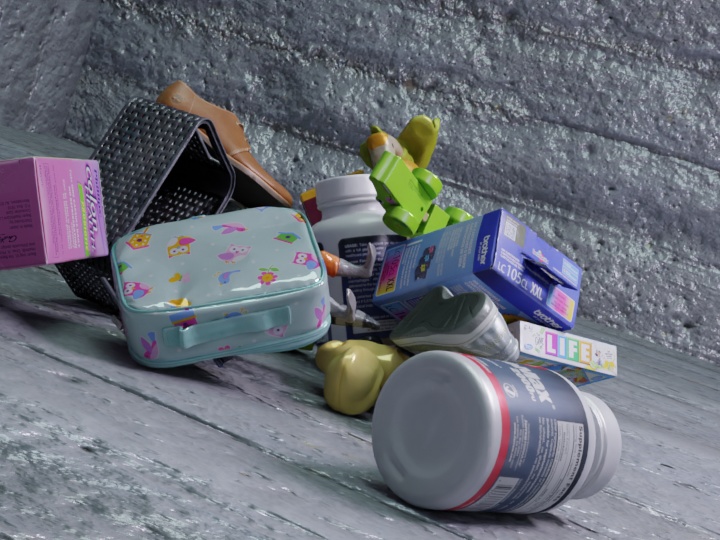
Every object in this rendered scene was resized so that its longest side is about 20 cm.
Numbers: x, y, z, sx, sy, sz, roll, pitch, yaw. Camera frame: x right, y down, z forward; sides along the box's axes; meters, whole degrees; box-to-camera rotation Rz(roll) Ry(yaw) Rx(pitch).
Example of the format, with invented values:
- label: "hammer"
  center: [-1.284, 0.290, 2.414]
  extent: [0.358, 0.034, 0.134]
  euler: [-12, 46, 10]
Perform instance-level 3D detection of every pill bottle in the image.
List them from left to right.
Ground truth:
- label: "pill bottle"
  center: [0.000, 0.000, 1.692]
  extent: [0.110, 0.201, 0.111]
  euler: [-5, -4, 0]
- label: "pill bottle"
  center: [0.114, 0.131, 1.221]
  extent: [0.119, 0.120, 0.200]
  euler: [21, 6, 42]

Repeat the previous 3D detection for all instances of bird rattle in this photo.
- label: "bird rattle"
  center: [0.049, -0.089, 1.865]
  extent: [0.112, 0.201, 0.163]
  euler: [-13, -12, 17]

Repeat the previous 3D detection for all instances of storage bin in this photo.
- label: "storage bin"
  center: [-0.228, -0.064, 1.620]
  extent: [0.093, 0.201, 0.135]
  euler: [18, -26, 22]

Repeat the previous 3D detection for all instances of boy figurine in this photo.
- label: "boy figurine"
  center: [0.013, 0.101, 1.527]
  extent: [0.124, 0.065, 0.200]
  euler: [13, 5, 9]

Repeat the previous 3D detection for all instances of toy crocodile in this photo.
- label: "toy crocodile"
  center: [0.065, -0.054, 1.651]
  extent: [0.062, 0.068, 0.200]
  euler: [11, -24, 42]

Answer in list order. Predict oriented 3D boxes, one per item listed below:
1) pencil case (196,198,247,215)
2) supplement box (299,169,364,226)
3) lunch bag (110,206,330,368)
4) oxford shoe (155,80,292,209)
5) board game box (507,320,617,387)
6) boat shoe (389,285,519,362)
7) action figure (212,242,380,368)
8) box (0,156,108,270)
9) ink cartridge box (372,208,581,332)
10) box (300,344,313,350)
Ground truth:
- label: "pencil case"
  center: [-0.112, -0.011, 1.801]
  extent: [0.089, 0.078, 0.200]
  euler: [30, -4, 38]
- label: "supplement box"
  center: [0.005, -0.009, 1.871]
  extent: [0.085, 0.201, 0.110]
  euler: [-22, -6, 3]
- label: "lunch bag"
  center: [-0.131, 0.019, 1.424]
  extent: [0.199, 0.077, 0.161]
  euler: [-10, 36, -9]
- label: "oxford shoe"
  center: [-0.143, -0.135, 1.719]
  extent: [0.200, 0.071, 0.071]
  euler: [42, -30, -17]
- label: "board game box"
  center: [0.154, 0.104, 1.637]
  extent: [0.134, 0.034, 0.200]
  euler: [15, -23, -33]
- label: "boat shoe"
  center: [0.087, 0.060, 1.479]
  extent: [0.065, 0.074, 0.202]
  euler: [47, -17, -12]
- label: "action figure"
  center: [-0.087, 0.046, 1.534]
  extent: [0.193, 0.105, 0.200]
  euler: [-10, 37, 18]
- label: "box"
  center: [-0.347, -0.047, 1.427]
  extent: [0.175, 0.097, 0.200]
  euler: [-6, 3, 6]
- label: "ink cartridge box"
  center: [0.131, 0.013, 1.583]
  extent: [0.200, 0.077, 0.136]
  euler: [-19, -42, 42]
- label: "box"
  center: [-0.118, 0.017, 1.679]
  extent: [0.048, 0.123, 0.200]
  euler: [9, -2, 38]
